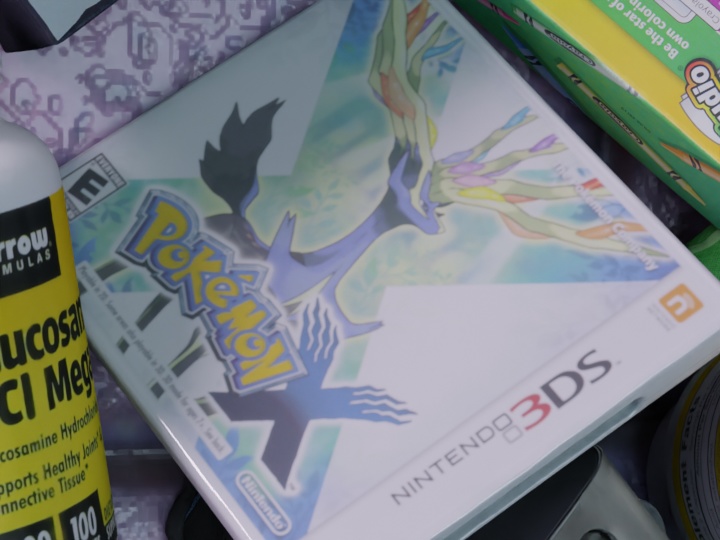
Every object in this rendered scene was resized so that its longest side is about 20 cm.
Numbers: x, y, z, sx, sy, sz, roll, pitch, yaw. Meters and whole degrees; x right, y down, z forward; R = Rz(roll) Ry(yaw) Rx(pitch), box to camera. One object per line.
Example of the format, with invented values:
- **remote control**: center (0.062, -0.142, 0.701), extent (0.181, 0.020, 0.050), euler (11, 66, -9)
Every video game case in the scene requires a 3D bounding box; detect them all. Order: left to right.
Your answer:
- **video game case**: center (0.000, 0.000, 0.735), extent (0.182, 0.022, 0.200), euler (-34, 62, -13)

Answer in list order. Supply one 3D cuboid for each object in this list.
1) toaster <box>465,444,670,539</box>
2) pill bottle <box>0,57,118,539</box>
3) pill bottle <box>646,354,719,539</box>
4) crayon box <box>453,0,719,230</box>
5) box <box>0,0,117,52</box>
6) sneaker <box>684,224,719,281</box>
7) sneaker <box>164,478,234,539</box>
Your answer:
- **toaster**: center (0.060, 0.183, 0.749), extent (0.181, 0.119, 0.200), euler (52, 54, -13)
- **pill bottle**: center (-0.147, 0.018, 0.696), extent (0.112, 0.112, 0.201), euler (-11, 103, -17)
- **pill bottle**: center (0.175, 0.070, 0.760), extent (0.111, 0.200, 0.112), euler (2, 82, -13)
- **crayon box**: center (0.123, -0.107, 0.779), extent (0.200, 0.058, 0.119), euler (41, 80, 4)
- **box**: center (-0.088, -0.204, 0.713), extent (0.200, 0.104, 0.182), euler (-39, 106, -11)
- **sneaker**: center (0.180, -0.040, 0.839), extent (0.200, 0.074, 0.084), euler (-37, 78, -9)
- **sneaker**: center (0.002, 0.040, 0.770), extent (0.073, 0.082, 0.200), euler (27, 84, -16)
